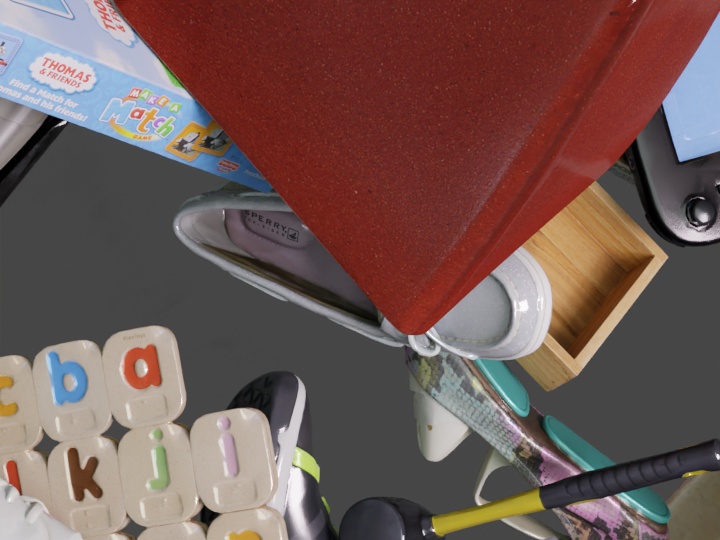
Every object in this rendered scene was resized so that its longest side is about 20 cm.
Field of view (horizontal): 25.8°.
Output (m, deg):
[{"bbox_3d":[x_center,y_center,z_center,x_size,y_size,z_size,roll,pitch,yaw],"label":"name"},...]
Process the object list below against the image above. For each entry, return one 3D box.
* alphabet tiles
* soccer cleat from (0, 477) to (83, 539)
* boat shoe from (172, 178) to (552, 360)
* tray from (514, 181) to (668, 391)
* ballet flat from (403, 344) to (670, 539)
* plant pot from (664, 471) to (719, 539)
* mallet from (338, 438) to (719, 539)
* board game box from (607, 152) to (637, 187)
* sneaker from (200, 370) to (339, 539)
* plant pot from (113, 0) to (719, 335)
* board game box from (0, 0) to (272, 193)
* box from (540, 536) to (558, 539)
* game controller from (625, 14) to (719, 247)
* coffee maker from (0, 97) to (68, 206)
[{"bbox_3d":[-0.132,0.134,0.796,0.198,0.015,0.198,-12,86,16],"label":"alphabet tiles"},{"bbox_3d":[-0.190,0.127,0.778,0.086,0.070,0.201,-31,82,-5],"label":"soccer cleat"},{"bbox_3d":[0.000,-0.002,0.782,0.201,0.065,0.075,24,118,28],"label":"boat shoe"},{"bbox_3d":[0.063,-0.042,0.837,0.200,0.037,0.099,46,58,-4],"label":"tray"},{"bbox_3d":[0.077,0.091,0.840,0.200,0.069,0.071,44,104,-4],"label":"ballet flat"},{"bbox_3d":[0.253,0.205,0.801,0.183,0.200,0.201,42,84,-14],"label":"plant pot"},{"bbox_3d":[0.081,0.114,0.782,0.199,0.066,0.042,-21,70,27],"label":"mallet"},{"bbox_3d":[0.194,-0.140,0.874,0.125,0.035,0.201,27,85,-4],"label":"board game box"},{"bbox_3d":[-0.036,0.154,0.830,0.082,0.072,0.202,6,87,-31],"label":"sneaker"},{"bbox_3d":[0.053,-0.131,0.668,0.200,0.176,0.200,49,46,3],"label":"plant pot"},{"bbox_3d":[-0.127,-0.120,0.694,0.037,0.199,0.152,-45,54,23],"label":"board game box"},{"bbox_3d":[0.019,0.221,0.788,0.198,0.040,0.138,-9,113,-22],"label":"box"},{"bbox_3d":[0.177,-0.116,0.832,0.103,0.042,0.202,-16,89,-6],"label":"game controller"},{"bbox_3d":[-0.216,-0.055,0.768,0.135,0.192,0.200,44,103,12],"label":"coffee maker"}]
